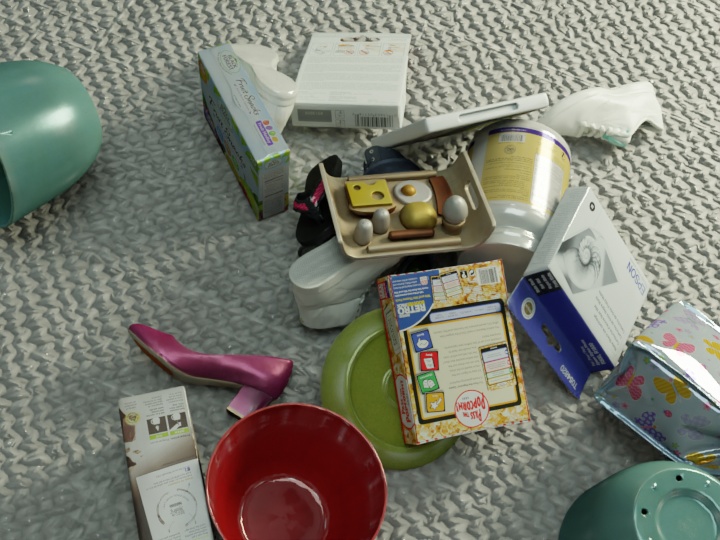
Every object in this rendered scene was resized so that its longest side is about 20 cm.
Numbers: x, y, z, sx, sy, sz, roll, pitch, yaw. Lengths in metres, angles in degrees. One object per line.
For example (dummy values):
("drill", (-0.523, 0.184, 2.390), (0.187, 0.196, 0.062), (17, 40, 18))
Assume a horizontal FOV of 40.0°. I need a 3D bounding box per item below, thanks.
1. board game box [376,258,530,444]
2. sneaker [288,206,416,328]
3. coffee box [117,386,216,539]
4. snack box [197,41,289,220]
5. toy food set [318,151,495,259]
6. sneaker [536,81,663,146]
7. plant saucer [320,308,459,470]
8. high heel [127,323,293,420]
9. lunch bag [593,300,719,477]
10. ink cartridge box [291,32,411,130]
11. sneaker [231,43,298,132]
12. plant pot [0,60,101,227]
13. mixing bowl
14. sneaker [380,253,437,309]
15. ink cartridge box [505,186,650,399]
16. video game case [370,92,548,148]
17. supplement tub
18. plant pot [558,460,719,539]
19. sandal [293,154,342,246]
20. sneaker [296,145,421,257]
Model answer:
("board game box", (0.112, 0.096, 1.190), (0.151, 0.046, 0.200), (-8, 85, -18))
("sneaker", (0.000, 0.000, 1.279), (0.200, 0.116, 0.074), (-27, 55, -18))
("coffee box", (-0.215, 0.248, 1.115), (0.080, 0.113, 0.200), (-11, 62, -11))
("snack box", (-0.159, -0.189, 1.352), (0.053, 0.142, 0.200), (-22, 65, -17))
("toy food set", (0.055, -0.091, 1.243), (0.200, 0.060, 0.144), (-5, 49, -13))
("sneaker", (0.360, -0.219, 1.463), (0.200, 0.075, 0.089), (-15, 75, -15))
("plant saucer", (0.051, 0.142, 1.206), (0.200, 0.031, 0.200), (3, 81, -17))
("high heel", (-0.184, 0.101, 1.222), (0.200, 0.067, 0.096), (32, 72, 6))
("lunch bag", (0.413, 0.156, 1.206), (0.200, 0.127, 0.170), (37, 37, 19))
("ink cartridge box", (-0.010, -0.286, 1.475), (0.160, 0.047, 0.200), (3, 43, 8))
("sneaker", (-0.150, -0.264, 1.439), (0.075, 0.089, 0.200), (-2, 35, -22))
("plant pot", (-0.437, -0.179, 1.285), (0.161, 0.201, 0.201), (-32, 68, -36))
("mixing bowl", (-0.079, 0.263, 1.116), (0.200, 0.108, 0.200), (7, 55, -10))
("sneaker", (0.053, 0.055, 1.271), (0.074, 0.081, 0.200), (14, 60, 2))
("ink cartridge box", (0.285, 0.030, 1.265), (0.041, 0.200, 0.200), (-1, 48, 47))
("video game case", (0.131, -0.203, 1.362), (0.182, 0.200, 0.023), (-15, 94, -19))
("supplement tub", (0.204, -0.086, 1.331), (0.145, 0.145, 0.200), (12, 60, 1))
("plant pot", (0.342, 0.306, 1.115), (0.200, 0.161, 0.201), (3, 60, -5))
("sandal", (-0.061, -0.100, 1.314), (0.075, 0.045, 0.200), (-28, 32, 19))
("sneaker", (-0.002, -0.090, 1.355), (0.202, 0.077, 0.146), (-17, 54, -5))
